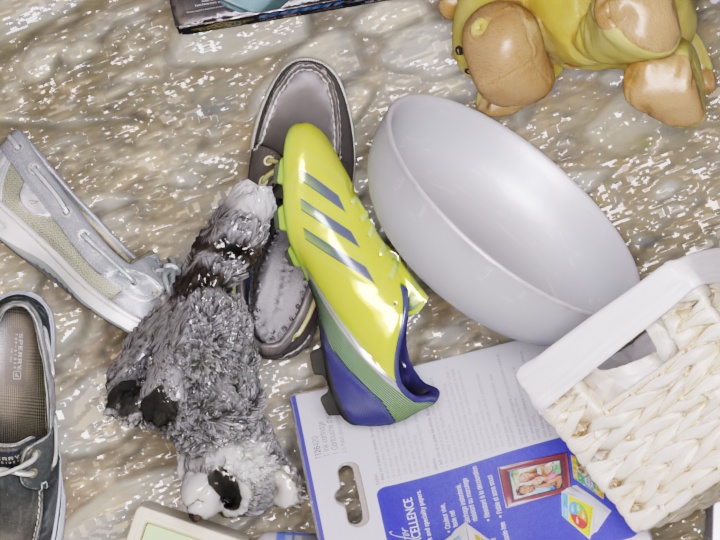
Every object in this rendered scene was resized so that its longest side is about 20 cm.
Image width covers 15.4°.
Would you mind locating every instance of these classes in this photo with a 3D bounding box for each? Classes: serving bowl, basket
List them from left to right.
[{"bbox_3d":[0.080,-0.021,1.684,0.200,0.200,0.066,41,115,2],"label":"serving bowl"},{"bbox_3d":[0.208,0.071,1.624,0.135,0.200,0.124,-38,76,23],"label":"basket"}]

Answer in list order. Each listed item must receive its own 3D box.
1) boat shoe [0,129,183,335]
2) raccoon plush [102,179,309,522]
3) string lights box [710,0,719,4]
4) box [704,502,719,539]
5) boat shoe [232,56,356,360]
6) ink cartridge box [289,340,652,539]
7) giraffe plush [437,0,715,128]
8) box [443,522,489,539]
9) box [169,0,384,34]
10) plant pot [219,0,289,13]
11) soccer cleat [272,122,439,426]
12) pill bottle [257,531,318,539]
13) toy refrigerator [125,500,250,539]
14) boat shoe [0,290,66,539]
[{"bbox_3d":[-0.165,-0.010,1.737,0.202,0.074,0.065,36,93,9],"label":"boat shoe"},{"bbox_3d":[-0.066,0.062,1.673,0.134,0.097,0.200,34,91,-24],"label":"raccoon plush"},{"bbox_3d":[0.274,-0.234,1.662,0.103,0.200,0.059,-37,86,32],"label":"string lights box"},{"bbox_3d":[0.246,0.138,1.739,0.039,0.041,0.201,2,87,2],"label":"box"},{"bbox_3d":[-0.043,-0.041,1.740,0.071,0.061,0.202,7,88,2],"label":"boat shoe"},{"bbox_3d":[0.069,0.134,1.681,0.199,0.047,0.198,-16,44,3],"label":"ink cartridge box"},{"bbox_3d":[0.127,-0.162,1.694,0.162,0.200,0.173,-13,93,14],"label":"giraffe plush"},{"bbox_3d":[0.093,0.259,1.590,0.112,0.102,0.200,-39,125,20],"label":"box"},{"bbox_3d":[-0.041,-0.270,1.755,0.199,0.050,0.199,-11,87,1],"label":"box"},{"bbox_3d":[-0.072,-0.270,1.643,0.196,0.196,0.201,23,98,2],"label":"plant pot"},{"bbox_3d":[0.000,0.000,1.677,0.083,0.065,0.201,-10,102,20],"label":"soccer cleat"},{"bbox_3d":[0.030,0.227,1.702,0.199,0.114,0.114,3,88,1],"label":"pill bottle"},{"bbox_3d":[-0.139,0.257,1.726,0.076,0.070,0.201,19,89,1],"label":"toy refrigerator"},{"bbox_3d":[-0.231,0.113,1.732,0.072,0.071,0.201,-2,88,1],"label":"boat shoe"}]
